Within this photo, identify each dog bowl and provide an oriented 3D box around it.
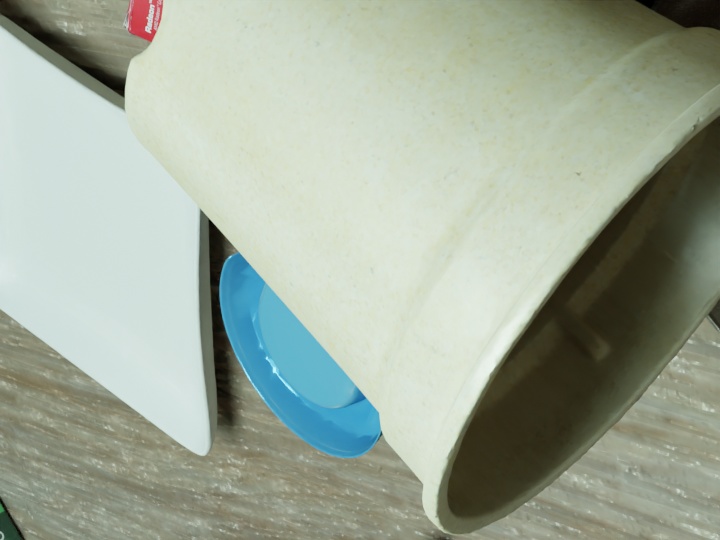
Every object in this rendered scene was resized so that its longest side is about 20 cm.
[{"bbox_3d":[0.000,0.000,1.206,0.111,0.050,0.200,47,146,19],"label":"dog bowl"}]

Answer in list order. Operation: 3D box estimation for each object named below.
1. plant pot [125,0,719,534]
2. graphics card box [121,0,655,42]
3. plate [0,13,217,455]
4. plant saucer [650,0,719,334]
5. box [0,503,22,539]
[{"bbox_3d":[0.027,-0.044,0.927,0.183,0.200,0.201,40,143,19],"label":"plant pot"},{"bbox_3d":[0.012,-0.112,1.035,0.200,0.051,0.126,26,131,13],"label":"graphics card box"},{"bbox_3d":[-0.137,-0.028,1.382,0.199,0.032,0.200,33,139,33],"label":"plate"},{"bbox_3d":[0.180,-0.030,0.959,0.200,0.032,0.200,34,140,35],"label":"plant saucer"},{"bbox_3d":[-0.254,0.191,1.708,0.200,0.036,0.144,58,147,0],"label":"box"}]
